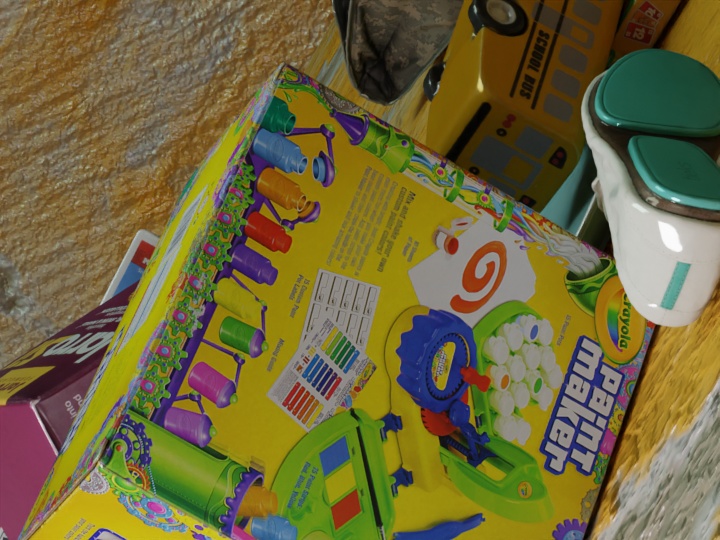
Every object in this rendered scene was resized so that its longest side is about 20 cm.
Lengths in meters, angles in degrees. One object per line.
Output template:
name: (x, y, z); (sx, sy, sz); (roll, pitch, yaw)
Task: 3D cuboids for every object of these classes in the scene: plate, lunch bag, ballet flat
plate: (0.094, -0.012, 1.312); (0.201, 0.025, 0.200); (-60, 8, 15)
lunch bag: (0.048, -0.251, 2.145); (0.165, 0.117, 0.201); (-71, 5, -48)
ballet flat: (0.122, -0.034, 1.089); (0.070, 0.069, 0.200); (-59, 9, 21)

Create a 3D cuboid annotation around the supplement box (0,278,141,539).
supplement box: (-0.077, 0.055, 1.247); (0.200, 0.104, 0.131); (-34, 13, -26)

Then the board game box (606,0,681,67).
board game box: (0.171, -0.184, 1.386); (0.201, 0.030, 0.096); (-57, 9, 22)

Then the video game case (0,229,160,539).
video game case: (-0.103, 0.098, 1.383); (0.201, 0.142, 0.017); (-62, -20, 1)

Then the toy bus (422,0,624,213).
toy bus: (0.087, -0.123, 1.354); (0.065, 0.078, 0.201); (-56, 10, 43)

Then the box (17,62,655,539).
box: (-0.006, 0.062, 1.072); (0.122, 0.192, 0.201); (-45, 18, 56)
